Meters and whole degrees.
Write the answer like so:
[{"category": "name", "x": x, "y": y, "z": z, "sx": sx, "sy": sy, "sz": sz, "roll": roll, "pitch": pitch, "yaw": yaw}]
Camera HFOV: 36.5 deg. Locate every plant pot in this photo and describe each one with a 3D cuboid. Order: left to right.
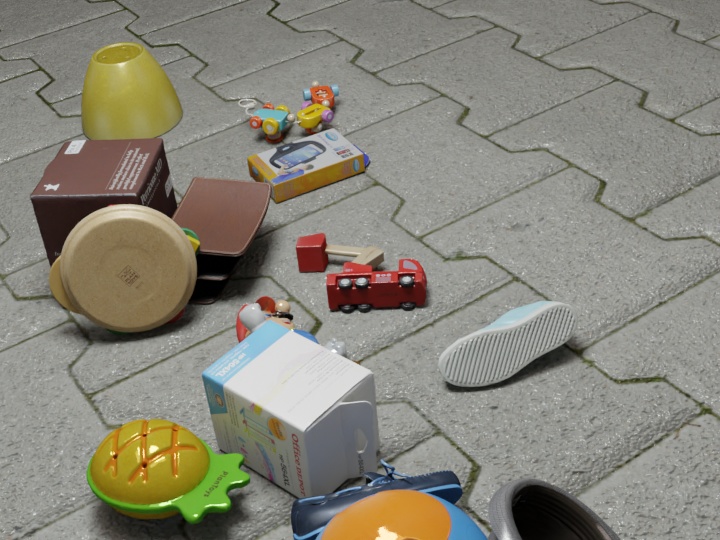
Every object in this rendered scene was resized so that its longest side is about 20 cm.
[{"category": "plant pot", "x": -0.454, "y": -0.355, "z": 2.107, "sx": 0.197, "sy": 0.143, "sz": 0.201, "roll": -4, "pitch": 35, "yaw": 3}]

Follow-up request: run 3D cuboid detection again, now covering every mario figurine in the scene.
[{"category": "mario figurine", "x": -0.086, "y": 0.086, "z": 1.459, "sx": 0.199, "sy": 0.124, "sz": 0.106, "roll": 28, "pitch": 56, "yaw": 35}]

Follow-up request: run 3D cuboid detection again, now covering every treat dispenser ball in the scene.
[{"category": "treat dispenser ball", "x": 0.040, "y": 0.314, "z": 1.046, "sx": 0.198, "sy": 0.203, "sz": 0.202, "roll": -4, "pitch": 35, "yaw": 3}]

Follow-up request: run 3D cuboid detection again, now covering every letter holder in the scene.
[{"category": "letter holder", "x": -0.212, "y": -0.047, "z": 1.679, "sx": 0.140, "sy": 0.102, "sz": 0.201, "roll": 3, "pitch": 36, "yaw": 9}]

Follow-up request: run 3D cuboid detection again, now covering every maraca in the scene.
[{"category": "maraca", "x": -0.227, "y": 0.236, "z": 1.276, "sx": 0.198, "sy": 0.108, "sz": 0.137, "roll": 11, "pitch": 38, "yaw": 22}]

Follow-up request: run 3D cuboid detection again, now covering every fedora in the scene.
[{"category": "fedora", "x": 0.196, "y": 0.309, "z": 1.100, "sx": 0.176, "sy": 0.091, "sz": 0.200, "roll": -2, "pitch": 42, "yaw": -48}]

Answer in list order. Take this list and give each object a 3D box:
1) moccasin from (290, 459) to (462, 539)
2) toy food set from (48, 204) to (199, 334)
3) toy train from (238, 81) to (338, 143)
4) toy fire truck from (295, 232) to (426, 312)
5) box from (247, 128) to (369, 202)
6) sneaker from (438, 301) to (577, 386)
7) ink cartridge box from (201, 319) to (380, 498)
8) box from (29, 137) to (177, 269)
[{"category": "moccasin", "x": 0.015, "y": 0.254, "z": 1.234, "sx": 0.197, "sy": 0.081, "sz": 0.069, "roll": -12, "pitch": 47, "yaw": -10}, {"category": "toy food set", "x": -0.327, "y": 0.000, "z": 1.546, "sx": 0.196, "sy": 0.201, "sz": 0.049, "roll": 27, "pitch": 16, "yaw": -18}, {"category": "toy train", "x": -0.124, "y": -0.294, "z": 2.053, "sx": 0.198, "sy": 0.056, "sz": 0.151, "roll": -13, "pitch": 35, "yaw": -15}, {"category": "toy fire truck", "x": 0.000, "y": 0.000, "z": 1.623, "sx": 0.197, "sy": 0.049, "sz": 0.142, "roll": -3, "pitch": 35, "yaw": 5}, {"category": "box", "x": -0.086, "y": -0.190, "z": 1.910, "sx": 0.198, "sy": 0.042, "sz": 0.119, "roll": -23, "pitch": 39, "yaw": -19}, {"category": "sneaker", "x": 0.191, "y": 0.098, "z": 1.457, "sx": 0.198, "sy": 0.075, "sz": 0.082, "roll": -19, "pitch": 7, "yaw": -10}, {"category": "ink cartridge box", "x": -0.073, "y": 0.175, "z": 1.320, "sx": 0.199, "sy": 0.130, "sz": 0.125, "roll": 23, "pitch": 45, "yaw": 36}, {"category": "box", "x": -0.375, "y": -0.071, "z": 1.649, "sx": 0.162, "sy": 0.202, "sz": 0.167, "roll": 0, "pitch": 36, "yaw": 7}]
